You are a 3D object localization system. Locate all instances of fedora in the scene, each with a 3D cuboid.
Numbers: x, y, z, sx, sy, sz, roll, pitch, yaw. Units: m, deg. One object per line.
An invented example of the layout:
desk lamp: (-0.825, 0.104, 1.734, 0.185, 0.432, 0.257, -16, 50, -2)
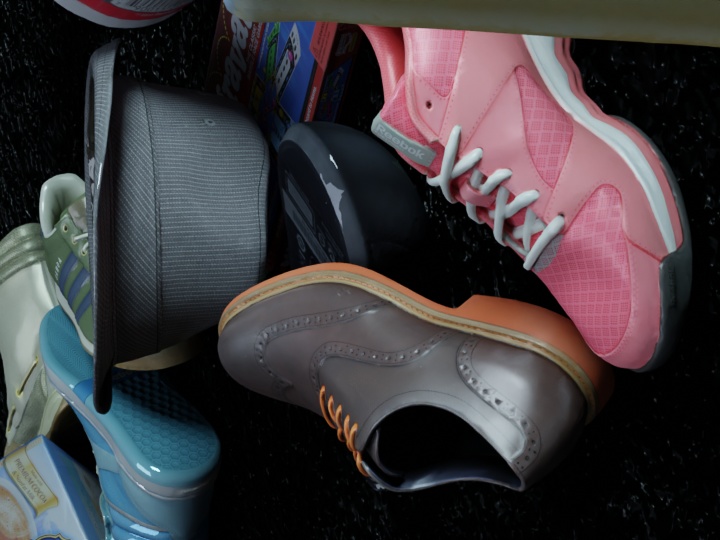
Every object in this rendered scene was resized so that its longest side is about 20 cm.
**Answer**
fedora: (-0.092, -0.025, 0.902, 0.200, 0.089, 0.179, -113, 23, -65)

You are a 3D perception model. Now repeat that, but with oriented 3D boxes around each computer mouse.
computer mouse: (0.000, 0.000, 0.850, 0.139, 0.052, 0.201, 59, 162, 31)

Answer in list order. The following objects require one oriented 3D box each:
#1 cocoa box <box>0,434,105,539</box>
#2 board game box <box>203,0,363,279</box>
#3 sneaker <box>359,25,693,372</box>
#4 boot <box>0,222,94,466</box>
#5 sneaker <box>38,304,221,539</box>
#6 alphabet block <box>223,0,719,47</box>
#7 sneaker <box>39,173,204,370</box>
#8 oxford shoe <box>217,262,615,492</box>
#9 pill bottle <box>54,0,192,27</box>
cocoa box: (-0.221, 0.248, 1.304, 0.201, 0.131, 0.134, 59, -178, 28)
board game box: (-0.045, -0.093, 0.918, 0.103, 0.019, 0.201, 60, 152, 29)
sneaker: (0.049, -0.045, 0.671, 0.202, 0.086, 0.074, 64, 154, 19)
boot: (-0.250, 0.070, 1.375, 0.156, 0.071, 0.200, 64, 148, 18)
sneaker: (-0.162, 0.119, 1.215, 0.200, 0.079, 0.132, 50, 145, 42)
alphabet block: (0.074, -0.173, 0.348, 0.197, 0.198, 0.197, 102, 165, -46)
sneaker: (-0.163, -0.007, 1.151, 0.200, 0.067, 0.091, 31, 137, 60)
oxford shoe: (0.005, 0.047, 0.751, 0.199, 0.073, 0.072, 4, 135, 42)
pill bottle: (-0.070, -0.191, 0.787, 0.199, 0.110, 0.112, -25, 82, 53)
